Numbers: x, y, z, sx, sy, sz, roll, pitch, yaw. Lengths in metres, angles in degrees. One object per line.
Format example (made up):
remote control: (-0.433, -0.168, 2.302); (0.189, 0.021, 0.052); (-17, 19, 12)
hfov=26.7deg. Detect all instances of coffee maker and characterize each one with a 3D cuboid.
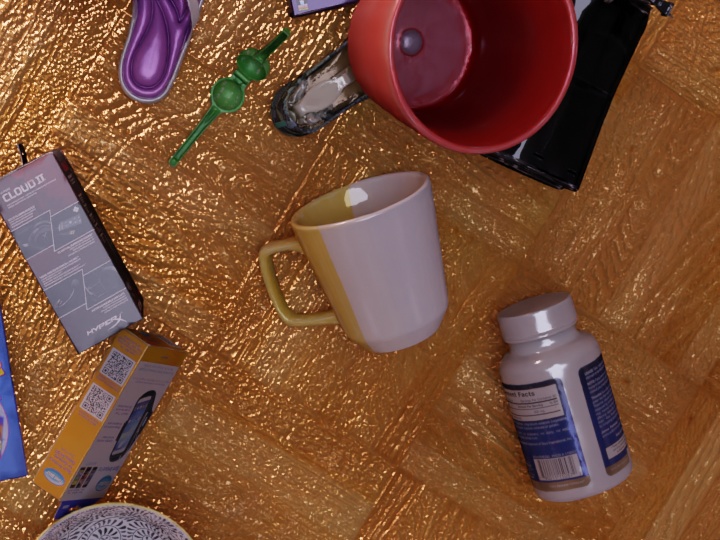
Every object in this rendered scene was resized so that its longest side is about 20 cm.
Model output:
coffee maker: (0.197, -0.192, 1.523); (0.133, 0.192, 0.202); (21, 93, -10)

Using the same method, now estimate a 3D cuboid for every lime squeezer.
lime squeezer: (-0.125, -0.183, 1.545); (0.038, 0.071, 0.200); (32, 121, -26)

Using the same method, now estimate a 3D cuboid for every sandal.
sandal: (-0.196, -0.269, 1.529); (0.081, 0.050, 0.206); (7, 95, -9)

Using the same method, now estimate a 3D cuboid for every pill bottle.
pill bottle: (0.210, 0.131, 1.600); (0.110, 0.111, 0.202); (-18, 98, -6)

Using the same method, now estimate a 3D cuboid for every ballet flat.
ballet flat: (-0.004, -0.204, 1.556); (0.199, 0.074, 0.074); (-40, 100, -3)

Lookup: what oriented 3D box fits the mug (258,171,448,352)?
mug: (0.009, -0.003, 1.563); (0.149, 0.185, 0.155); (-32, 111, -37)

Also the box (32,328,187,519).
box: (-0.256, 0.155, 1.529); (0.041, 0.119, 0.201); (32, 91, 14)

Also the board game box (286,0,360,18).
board game box: (0.006, -0.361, 1.547); (0.197, 0.057, 0.168); (-15, 97, -7)

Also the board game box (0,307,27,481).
board game box: (-0.418, 0.119, 1.526); (0.133, 0.045, 0.203); (-10, 97, -20)

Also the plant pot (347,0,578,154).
plant pot: (0.081, -0.218, 1.456); (0.198, 0.177, 0.203); (-4, 100, -22)

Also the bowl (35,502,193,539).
bowl: (-0.256, 0.321, 1.557); (0.198, 0.094, 0.204); (-2, 100, -11)

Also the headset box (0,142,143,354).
headset box: (-0.291, -0.032, 1.490); (0.077, 0.149, 0.202); (-27, 98, -5)
